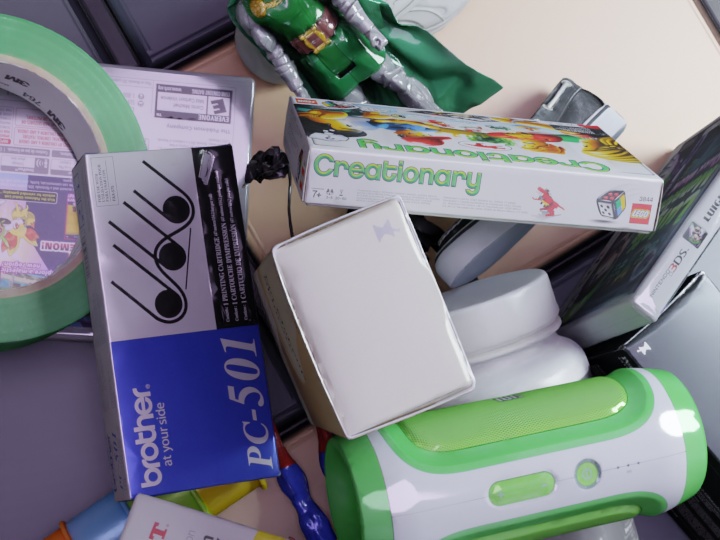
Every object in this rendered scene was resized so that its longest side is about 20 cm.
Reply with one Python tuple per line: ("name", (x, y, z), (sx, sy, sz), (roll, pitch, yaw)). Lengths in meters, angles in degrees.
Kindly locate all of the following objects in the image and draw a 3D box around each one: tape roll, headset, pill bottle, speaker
("tape roll", (-0.227, -0.053, 0.846), (0.199, 0.048, 0.203), (6, 77, -27))
("headset", (0.000, 0.000, 0.903), (0.124, 0.094, 0.200), (-45, 100, -13))
("pill bottle", (0.099, 0.109, 0.876), (0.112, 0.113, 0.202), (-19, 97, -12))
("speaker", (0.084, 0.108, 0.768), (0.198, 0.088, 0.089), (-10, 83, -15))

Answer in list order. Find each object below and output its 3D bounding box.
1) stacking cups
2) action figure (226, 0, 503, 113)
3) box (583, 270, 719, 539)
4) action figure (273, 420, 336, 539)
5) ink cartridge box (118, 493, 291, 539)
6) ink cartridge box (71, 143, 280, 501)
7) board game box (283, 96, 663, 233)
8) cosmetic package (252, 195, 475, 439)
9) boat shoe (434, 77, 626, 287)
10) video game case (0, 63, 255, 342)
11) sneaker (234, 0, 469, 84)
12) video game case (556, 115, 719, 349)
("stacking cups", (-0.154, 0.166, 0.867), (0.199, 0.061, 0.061), (-34, 88, -13))
("action figure", (-0.014, -0.136, 0.878), (0.118, 0.055, 0.200), (-39, 122, 19))
("box", (0.231, 0.109, 0.903), (0.079, 0.141, 0.200), (-40, 90, -12))
("action figure", (-0.012, 0.176, 0.900), (0.065, 0.052, 0.202), (-20, 88, -16))
("ink cartridge box", (-0.054, 0.226, 0.765), (0.198, 0.084, 0.146), (16, 62, 6))
("ink cartridge box", (-0.110, 0.029, 0.834), (0.093, 0.044, 0.202), (-5, 82, -23))
("board game box", (0.059, -0.062, 0.809), (0.198, 0.126, 0.035), (4, 109, -10))
("cosmetic package", (-0.006, 0.029, 0.761), (0.071, 0.200, 0.106), (-22, 87, -8))
("boat shoe", (0.100, -0.066, 0.924), (0.068, 0.074, 0.199), (43, 59, 7))
("video game case", (-0.172, -0.045, 0.917), (0.198, 0.023, 0.184), (4, 81, -10))
("sneaker", (0.014, -0.190, 0.931), (0.199, 0.099, 0.078), (-31, 87, -13))
("video game case", (0.193, -0.031, 0.886), (0.023, 0.200, 0.182), (37, 77, -1))
